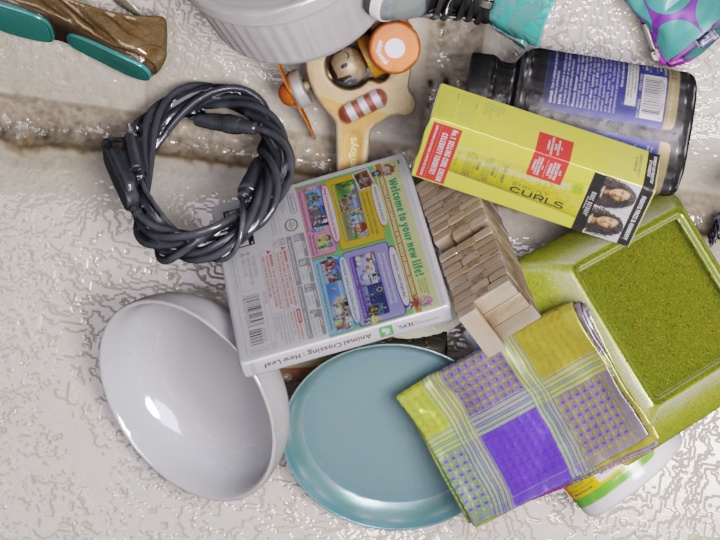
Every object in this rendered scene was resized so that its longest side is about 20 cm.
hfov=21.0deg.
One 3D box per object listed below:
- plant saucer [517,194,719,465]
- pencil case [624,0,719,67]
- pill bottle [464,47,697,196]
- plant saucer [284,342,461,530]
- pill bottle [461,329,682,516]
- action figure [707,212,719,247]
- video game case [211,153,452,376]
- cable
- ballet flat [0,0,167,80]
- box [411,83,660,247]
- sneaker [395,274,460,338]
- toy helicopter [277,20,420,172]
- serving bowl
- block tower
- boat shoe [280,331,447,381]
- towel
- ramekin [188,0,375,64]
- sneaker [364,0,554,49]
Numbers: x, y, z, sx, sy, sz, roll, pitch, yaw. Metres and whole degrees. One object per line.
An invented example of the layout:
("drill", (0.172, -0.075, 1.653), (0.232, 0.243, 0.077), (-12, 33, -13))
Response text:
("plant saucer", (0.256, 0.037, 1.683), (0.199, 0.048, 0.201), (-27, 82, -30))
("pencil case", (0.245, -0.275, 1.720), (0.092, 0.085, 0.200), (-41, 88, -3))
("pill bottle", (0.189, -0.135, 1.711), (0.199, 0.112, 0.112), (10, 91, 4))
("plant saucer", (0.030, 0.144, 1.730), (0.199, 0.027, 0.201), (1, 120, 2))
("pill bottle", (0.182, 0.107, 1.715), (0.111, 0.111, 0.200), (-39, 88, 3))
("action figure", (0.408, -0.019, 1.700), (0.199, 0.102, 0.119), (17, 135, 7))
("video game case", (-0.028, -0.008, 1.665), (0.181, 0.201, 0.022), (-16, 134, 1))
("cable", (-0.136, -0.084, 1.726), (0.163, 0.051, 0.200), (-23, 50, -10))
("ballet flat", (-0.266, -0.238, 1.766), (0.199, 0.068, 0.073), (19, 72, 3))
("box", (0.149, -0.090, 1.649), (0.199, 0.050, 0.075), (19, 136, -1))
("sneaker", (0.000, -0.001, 1.722), (0.199, 0.112, 0.077), (-1, 131, 9))
("toy helicopter", (-0.016, -0.139, 1.745), (0.131, 0.079, 0.201), (1, 103, -3))
("serving bowl", (-0.137, 0.103, 1.724), (0.199, 0.066, 0.201), (20, 126, 30))
("block tower", (0.099, -0.015, 1.656), (0.058, 0.200, 0.054), (-31, 125, 14))
("boat shoe", (-0.021, 0.072, 1.752), (0.199, 0.076, 0.074), (5, 118, 6))
("towel", (0.141, 0.124, 1.649), (0.199, 0.023, 0.144), (-27, 92, 26))
("ramekin", (-0.060, -0.270, 1.696), (0.201, 0.094, 0.203), (-9, 54, 12))
("sneaker", (0.105, -0.236, 1.674), (0.121, 0.200, 0.084), (38, 135, 25))
